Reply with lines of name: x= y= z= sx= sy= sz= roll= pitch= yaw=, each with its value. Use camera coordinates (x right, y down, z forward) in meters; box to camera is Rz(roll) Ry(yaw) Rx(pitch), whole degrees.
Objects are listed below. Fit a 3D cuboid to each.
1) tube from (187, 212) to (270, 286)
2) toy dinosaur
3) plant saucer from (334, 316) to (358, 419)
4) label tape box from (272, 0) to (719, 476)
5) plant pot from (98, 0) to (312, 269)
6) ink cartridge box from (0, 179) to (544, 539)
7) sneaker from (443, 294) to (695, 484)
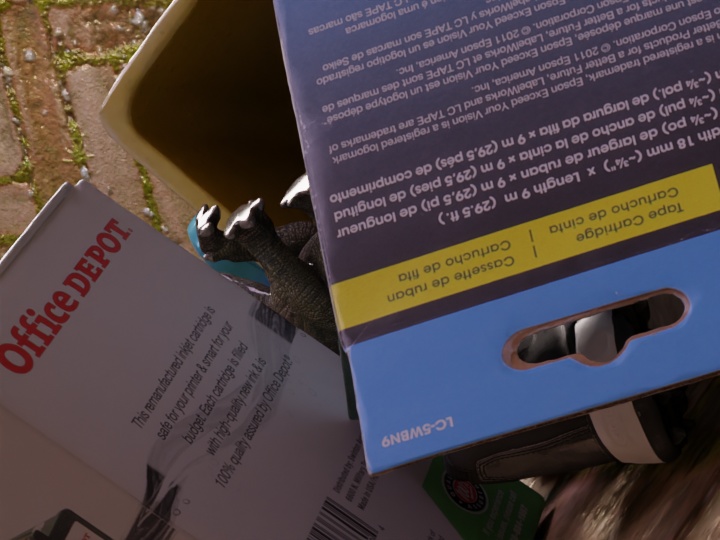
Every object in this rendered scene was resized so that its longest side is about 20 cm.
tube: x=-0.004 y=-0.075 z=1.269 sx=0.200 sy=0.077 sz=0.050 roll=-48 pitch=-9 yaw=22
toy dinosaur: x=0.000 y=0.000 z=0.990 sx=0.200 sy=0.102 sz=0.077 roll=-38 pitch=20 yaw=29
plant saucer: x=0.055 y=-0.036 z=0.909 sx=0.200 sy=0.019 sz=0.070 roll=-52 pitch=-26 yaw=-28
label tape box: x=0.059 y=-0.037 z=0.785 sx=0.144 sy=0.200 sz=0.063 roll=-17 pitch=-30 yaw=11
plant pot: x=0.051 y=-0.076 z=1.120 sx=0.194 sy=0.195 sz=0.200 roll=-53 pitch=-15 yaw=12
ink cartridge box: x=-0.052 y=0.079 z=0.883 sx=0.084 sy=0.200 sz=0.146 roll=-53 pitch=3 yaw=28
sneaker: x=0.062 y=0.014 z=0.874 sx=0.090 sy=0.066 sz=0.200 roll=-18 pitch=17 yaw=16
